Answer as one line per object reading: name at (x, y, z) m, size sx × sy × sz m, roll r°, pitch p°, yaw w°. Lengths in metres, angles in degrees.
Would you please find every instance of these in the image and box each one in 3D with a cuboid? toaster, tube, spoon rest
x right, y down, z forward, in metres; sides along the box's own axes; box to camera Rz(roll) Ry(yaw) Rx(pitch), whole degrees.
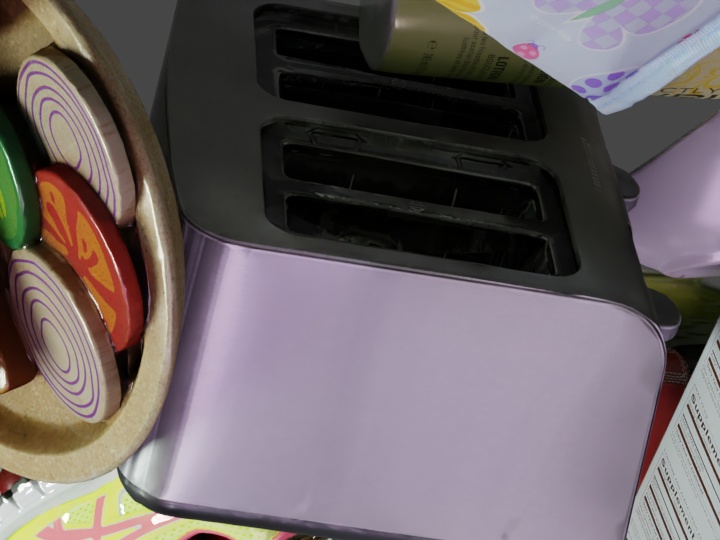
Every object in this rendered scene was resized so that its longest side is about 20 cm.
toaster at (0.000, 0.000, 0.826) m, size 0.198 × 0.181 × 0.119 m, roll 9°, pitch 122°, yaw -9°
tube at (0.101, -0.084, 0.831) m, size 0.198 × 0.058 × 0.052 m, roll 4°, pitch 106°, yaw -15°
spoon rest at (0.149, -0.035, 0.866) m, size 0.098 × 0.061 × 0.200 m, roll -3°, pitch 175°, yaw -16°

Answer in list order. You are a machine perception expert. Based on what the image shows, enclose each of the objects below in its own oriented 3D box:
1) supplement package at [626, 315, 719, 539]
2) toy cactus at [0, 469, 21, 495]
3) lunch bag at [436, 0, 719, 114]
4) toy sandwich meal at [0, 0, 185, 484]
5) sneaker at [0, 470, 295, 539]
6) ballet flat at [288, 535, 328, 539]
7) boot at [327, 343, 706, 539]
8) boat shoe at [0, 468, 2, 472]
supplement package at (0.233, 0.092, 0.954) m, size 0.190 × 0.148 × 0.201 m, roll -14°, pitch 151°, yaw -16°
toy cactus at (-0.219, 0.164, 1.009) m, size 0.199 × 0.167 × 0.102 m, roll -16°, pitch -157°, yaw -36°
lunch bag at (0.077, -0.156, 0.649) m, size 0.169 × 0.128 × 0.200 m, roll 28°, pitch 132°, yaw -33°
toy sandwich meal at (-0.138, -0.015, 0.742) m, size 0.070 × 0.206 × 0.205 m, roll -26°, pitch 169°, yaw -40°
sneaker at (-0.083, 0.103, 0.945) m, size 0.078 × 0.091 × 0.200 m, roll -28°, pitch 173°, yaw -37°
ballet flat at (-0.077, 0.121, 1.117) m, size 0.199 × 0.068 × 0.062 m, roll -7°, pitch 147°, yaw -39°
boot at (0.079, 0.101, 1.066) m, size 0.143 × 0.073 × 0.200 m, roll 7°, pitch 136°, yaw -32°
boat shoe at (-0.102, 0.060, 1.045) m, size 0.070 × 0.070 × 0.200 m, roll 21°, pitch 143°, yaw -28°
